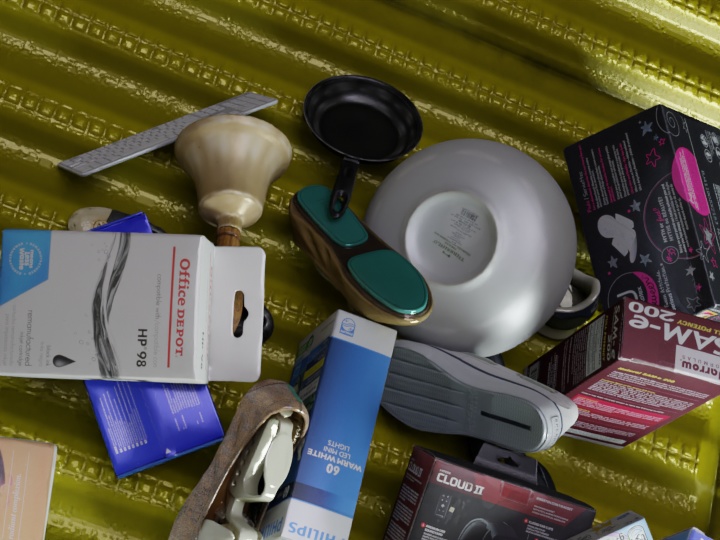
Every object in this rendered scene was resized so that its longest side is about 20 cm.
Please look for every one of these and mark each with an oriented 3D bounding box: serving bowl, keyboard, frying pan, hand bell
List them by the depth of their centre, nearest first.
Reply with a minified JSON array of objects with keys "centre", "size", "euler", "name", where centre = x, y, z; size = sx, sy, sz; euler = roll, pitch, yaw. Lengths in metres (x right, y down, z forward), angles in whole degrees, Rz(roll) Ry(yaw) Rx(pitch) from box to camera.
[{"centre":[-0.112,-0.023,1.271],"size":[0.104,0.104,0.200],"euler":[11,54,-16],"name":"hand bell"},{"centre":[0.088,-0.024,1.329],"size":[0.200,0.066,0.200],"euler":[-3,81,16],"name":"serving bowl"},{"centre":[-0.170,-0.123,1.342],"size":[0.200,0.056,0.011],"euler":[-25,109,-26],"name":"keyboard"},{"centre":[0.008,-0.110,1.385],"size":[0.115,0.031,0.190],"euler":[0,50,-17],"name":"frying pan"}]

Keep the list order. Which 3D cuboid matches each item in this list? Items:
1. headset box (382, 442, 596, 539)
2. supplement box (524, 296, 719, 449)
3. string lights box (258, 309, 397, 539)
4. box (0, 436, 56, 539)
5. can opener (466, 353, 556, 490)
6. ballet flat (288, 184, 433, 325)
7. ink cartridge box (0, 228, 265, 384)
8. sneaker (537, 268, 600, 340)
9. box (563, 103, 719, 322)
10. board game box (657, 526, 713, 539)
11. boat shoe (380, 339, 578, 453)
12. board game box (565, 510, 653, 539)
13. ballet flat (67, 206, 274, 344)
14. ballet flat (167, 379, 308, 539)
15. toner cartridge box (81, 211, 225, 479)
[{"centre":[0.093,0.245,1.241],"size":[0.149,0.077,0.200],"euler":[19,87,-12],"name":"headset box"},{"centre":[0.229,0.094,1.319],"size":[0.109,0.200,0.061],"euler":[15,65,-14],"name":"supplement box"},{"centre":[-0.032,0.145,1.258],"size":[0.059,0.103,0.200],"euler":[21,64,-14],"name":"string lights box"},{"centre":[-0.341,0.201,1.122],"size":[0.200,0.106,0.153],"euler":[9,67,-17],"name":"box"},{"centre":[0.121,0.153,1.346],"size":[0.063,0.079,0.200],"euler":[-23,72,13],"name":"can opener"},{"centre":[0.000,0.000,1.307],"size":[0.069,0.063,0.200],"euler":[-12,42,-27],"name":"ballet flat"},{"centre":[-0.179,0.029,1.183],"size":[0.200,0.067,0.116],"euler":[1,84,3],"name":"ink cartridge box"},{"centre":[0.132,-0.006,1.384],"size":[0.200,0.090,0.067],"euler":[26,64,-9],"name":"sneaker"},{"centre":[0.289,-0.035,1.419],"size":[0.132,0.115,0.200],"euler":[10,63,-51],"name":"box"},{"centre":[0.300,0.354,1.302],"size":[0.159,0.097,0.200],"euler":[30,63,-7],"name":"board game box"},{"centre":[0.094,0.110,1.307],"size":[0.200,0.074,0.067],"euler":[23,20,33],"name":"boat shoe"},{"centre":[0.157,0.294,1.199],"size":[0.200,0.034,0.135],"euler":[-23,96,-9],"name":"board game box"},{"centre":[-0.159,0.000,1.294],"size":[0.200,0.057,0.067],"euler":[30,66,-7],"name":"ballet flat"},{"centre":[-0.098,0.183,1.197],"size":[0.068,0.067,0.200],"euler":[22,91,-38],"name":"ballet flat"},{"centre":[-0.188,0.062,1.241],"size":[0.095,0.043,0.200],"euler":[-19,84,-5],"name":"toner cartridge box"}]
